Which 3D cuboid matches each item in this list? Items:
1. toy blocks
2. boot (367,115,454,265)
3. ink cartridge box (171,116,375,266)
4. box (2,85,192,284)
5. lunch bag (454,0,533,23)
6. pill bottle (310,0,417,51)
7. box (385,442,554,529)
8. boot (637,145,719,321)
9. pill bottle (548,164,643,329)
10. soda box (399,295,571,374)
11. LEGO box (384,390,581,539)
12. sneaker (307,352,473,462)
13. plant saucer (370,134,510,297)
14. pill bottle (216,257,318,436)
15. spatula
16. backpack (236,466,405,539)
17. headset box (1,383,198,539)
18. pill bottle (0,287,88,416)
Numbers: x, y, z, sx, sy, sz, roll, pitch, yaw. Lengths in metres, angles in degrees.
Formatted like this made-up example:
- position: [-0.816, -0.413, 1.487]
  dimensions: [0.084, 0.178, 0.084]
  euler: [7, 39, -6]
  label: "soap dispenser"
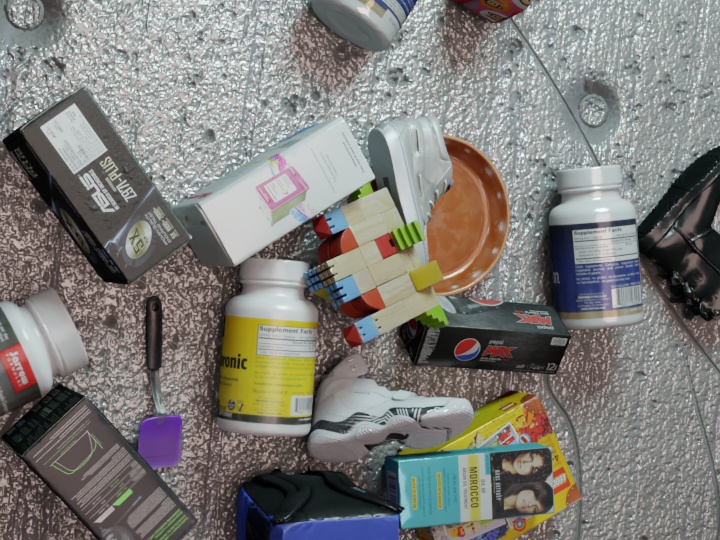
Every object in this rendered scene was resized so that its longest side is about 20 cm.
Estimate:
- position: [0.000, 0.000, 1.632]
  dimensions: [0.136, 0.100, 0.201]
  euler: [-24, 90, -37]
  label: "toy blocks"
- position: [0.075, -0.085, 1.699]
  dimensions: [0.095, 0.073, 0.201]
  euler: [-16, 103, -28]
  label: "boot"
- position: [-0.104, -0.087, 1.625]
  dimensions: [0.199, 0.144, 0.085]
  euler: [-32, 101, -17]
  label: "ink cartridge box"
- position: [-0.291, -0.089, 1.547]
  dimensions: [0.086, 0.164, 0.200]
  euler: [-38, 103, -16]
  label: "box"
- position: [0.200, -0.406, 1.718]
  dimensions: [0.082, 0.176, 0.201]
  euler: [27, 81, -19]
  label: "lunch bag"
- position: [0.035, -0.373, 1.692]
  dimensions: [0.111, 0.111, 0.201]
  euler: [34, 80, -17]
  label: "pill bottle"
- position: [0.131, 0.255, 1.684]
  dimensions: [0.199, 0.049, 0.083]
  euler: [-3, 91, -19]
  label: "box"
- position: [0.466, -0.044, 1.876]
  dimensions: [0.162, 0.073, 0.198]
  euler: [44, 84, -13]
  label: "boot"
- position: [0.296, -0.030, 1.793]
  dimensions: [0.110, 0.111, 0.201]
  euler: [-6, 92, -20]
  label: "pill bottle"
- position: [0.154, 0.079, 1.753]
  dimensions: [0.199, 0.071, 0.064]
  euler: [6, 122, -21]
  label: "soda box"
- position: [0.151, 0.262, 1.759]
  dimensions: [0.199, 0.077, 0.150]
  euler: [-27, 99, -18]
  label: "LEGO box"
- position: [0.031, 0.153, 1.676]
  dimensions: [0.199, 0.075, 0.115]
  euler: [-13, 54, 8]
  label: "sneaker"
- position: [0.091, -0.068, 1.758]
  dimensions: [0.199, 0.032, 0.202]
  euler: [0, 91, -19]
  label: "plant saucer"
- position: [-0.106, 0.088, 1.645]
  dimensions: [0.111, 0.111, 0.201]
  euler: [5, 88, -20]
  label: "pill bottle"
- position: [-0.236, 0.130, 1.643]
  dimensions: [0.056, 0.021, 0.201]
  euler: [-3, 89, -33]
  label: "spatula"
- position: [-0.064, 0.316, 1.618]
  dimensions: [0.162, 0.200, 0.169]
  euler: [5, 98, -22]
  label: "backpack"
- position: [-0.283, 0.232, 1.548]
  dimensions: [0.093, 0.174, 0.200]
  euler: [-44, 105, -15]
  label: "headset box"
- position: [-0.404, 0.103, 1.532]
  dimensions: [0.199, 0.114, 0.114]
  euler: [-26, 99, -18]
  label: "pill bottle"
